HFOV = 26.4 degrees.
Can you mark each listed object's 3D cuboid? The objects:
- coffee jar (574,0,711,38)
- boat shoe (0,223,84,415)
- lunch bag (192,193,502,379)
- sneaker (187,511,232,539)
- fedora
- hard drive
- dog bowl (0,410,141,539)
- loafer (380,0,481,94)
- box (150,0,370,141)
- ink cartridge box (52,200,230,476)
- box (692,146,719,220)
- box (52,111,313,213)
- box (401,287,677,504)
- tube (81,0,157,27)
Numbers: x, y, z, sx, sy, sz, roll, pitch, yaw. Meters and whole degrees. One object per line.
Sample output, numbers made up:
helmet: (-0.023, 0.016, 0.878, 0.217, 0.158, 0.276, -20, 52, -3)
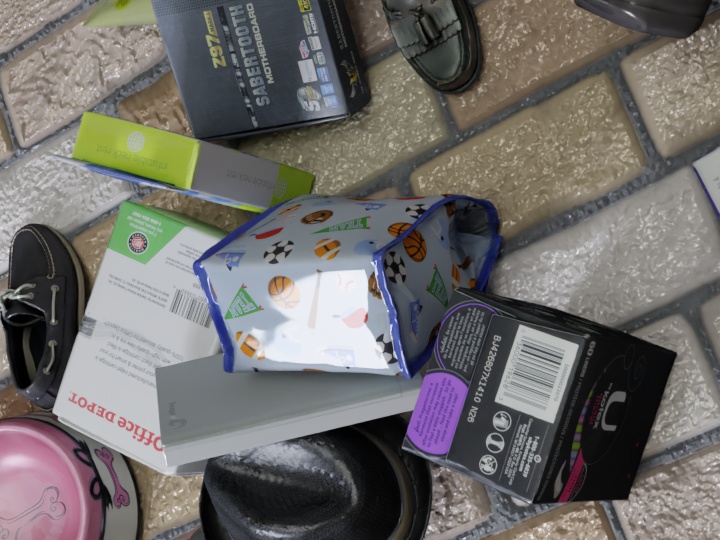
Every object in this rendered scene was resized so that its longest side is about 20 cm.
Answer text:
coffee jar: (0.216, -0.268, 1.078, 0.104, 0.085, 0.200, 37, 118, 55)
boat shoe: (-0.295, 0.035, 1.397, 0.073, 0.063, 0.200, -30, 58, 24)
lunch bag: (0.000, 0.000, 1.189, 0.170, 0.200, 0.124, 0, 115, 28)
sneaker: (-0.071, 0.226, 1.265, 0.104, 0.060, 0.200, 41, 93, 27)
fedora: (-0.048, 0.169, 1.193, 0.200, 0.092, 0.201, -7, 67, 18)
hard drive: (-0.058, 0.091, 1.196, 0.200, 0.132, 0.026, -12, 114, -5)
dog bowl: (-0.300, 0.221, 1.364, 0.200, 0.074, 0.200, -4, 77, 17)
loafer: (0.037, -0.238, 1.260, 0.072, 0.063, 0.200, -27, 72, 23)
box: (-0.093, -0.216, 1.289, 0.158, 0.051, 0.200, -5, 110, 28)
ink cartridge box: (-0.161, 0.059, 1.322, 0.146, 0.084, 0.200, 23, 95, 29)
box: (0.362, -0.035, 1.037, 0.200, 0.105, 0.184, -30, 70, 22)
box: (-0.141, -0.085, 1.262, 0.122, 0.200, 0.048, 15, 91, 29)
box: (0.133, 0.091, 1.092, 0.106, 0.200, 0.122, 20, 94, 29)
tube: (-0.155, -0.246, 1.372, 0.200, 0.058, 0.052, 2, 95, 30)
